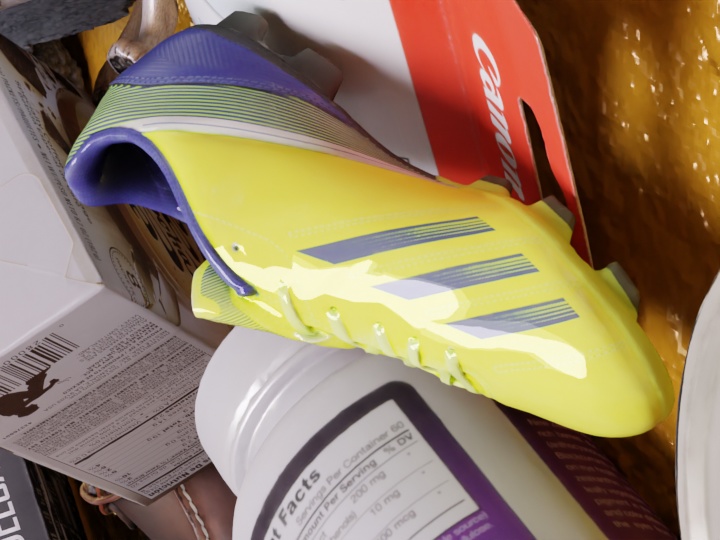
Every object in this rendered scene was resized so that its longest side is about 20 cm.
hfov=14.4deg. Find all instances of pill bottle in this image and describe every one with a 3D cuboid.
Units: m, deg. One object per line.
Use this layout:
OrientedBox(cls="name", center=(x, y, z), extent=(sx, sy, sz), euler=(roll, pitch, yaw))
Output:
OrientedBox(cls="pill bottle", center=(0.031, 0.091, 0.844), extent=(0.200, 0.111, 0.112), euler=(51, 145, 41))

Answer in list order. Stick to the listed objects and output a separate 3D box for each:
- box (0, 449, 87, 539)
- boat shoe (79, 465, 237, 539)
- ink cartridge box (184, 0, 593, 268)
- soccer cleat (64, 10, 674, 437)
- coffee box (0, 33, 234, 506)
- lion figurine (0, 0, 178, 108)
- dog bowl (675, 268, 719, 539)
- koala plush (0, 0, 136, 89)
OrientedBox(cls="box", center=(-0.140, 0.129, 1.195), extent=(0.200, 0.050, 0.158), euler=(87, 164, -80))
OrientedBox(cls="boat shoe", center=(-0.085, 0.061, 1.108), extent=(0.200, 0.070, 0.070), euler=(66, 154, 15))
OrientedBox(cls="ink cartridge box", center=(-0.002, -0.064, 0.841), extent=(0.200, 0.047, 0.160), euler=(53, 168, 39))
OrientedBox(cls="soccer cleat", center=(0.000, 0.000, 0.798), extent=(0.200, 0.084, 0.065), euler=(34, 156, 30))
OrientedBox(cls="coffee box", center=(-0.103, 0.001, 0.976), extent=(0.113, 0.080, 0.200), euler=(61, -171, 20))
OrientedBox(cls="lion figurine", center=(-0.095, -0.156, 0.910), extent=(0.072, 0.123, 0.200), euler=(9, 145, 25))
OrientedBox(cls="dog bowl", center=(0.155, 0.070, 0.628), extent=(0.200, 0.074, 0.201), euler=(39, 136, 51))
OrientedBox(cls="koala plush", center=(-0.194, -0.166, 1.112), extent=(0.177, 0.183, 0.201), euler=(133, 130, -60))
